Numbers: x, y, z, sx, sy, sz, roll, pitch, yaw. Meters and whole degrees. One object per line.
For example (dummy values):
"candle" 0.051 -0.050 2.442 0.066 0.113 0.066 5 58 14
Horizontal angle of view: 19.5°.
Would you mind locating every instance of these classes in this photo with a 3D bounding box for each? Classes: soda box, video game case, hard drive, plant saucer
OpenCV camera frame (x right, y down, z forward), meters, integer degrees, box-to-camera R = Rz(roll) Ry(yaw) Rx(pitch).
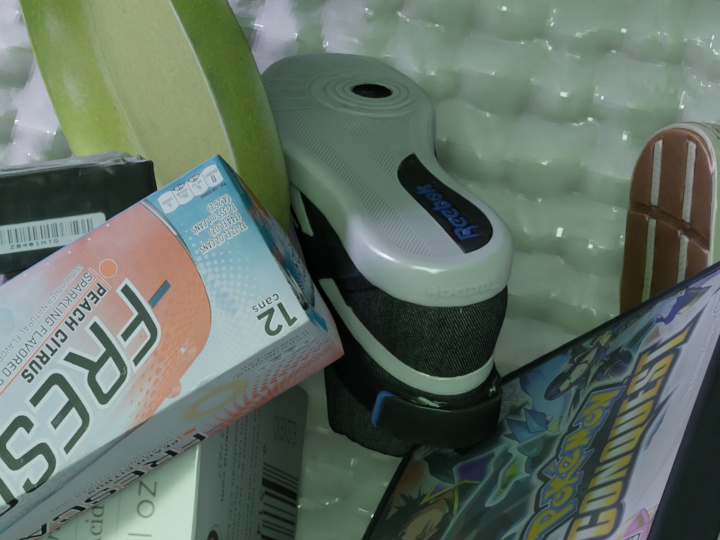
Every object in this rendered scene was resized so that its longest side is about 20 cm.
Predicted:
"soda box" -0.107 0.046 0.666 0.199 0.068 0.064 -32 75 2
"video game case" 0.054 0.091 0.710 0.025 0.200 0.180 44 133 -15
"hard drive" -0.157 -0.017 0.774 0.139 0.200 0.038 -8 93 -14
"plant saucer" -0.078 -0.068 0.799 0.031 0.200 0.201 -25 75 -21

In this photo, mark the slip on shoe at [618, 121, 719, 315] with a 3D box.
"slip on shoe" 0.127 0.046 0.798 0.060 0.076 0.201 7 91 -33

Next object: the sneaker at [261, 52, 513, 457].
"sneaker" 0.000 0.000 0.804 0.073 0.200 0.112 -4 119 -13

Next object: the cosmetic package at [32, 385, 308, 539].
"cosmetic package" -0.136 0.108 0.782 0.199 0.165 0.166 1 79 11
